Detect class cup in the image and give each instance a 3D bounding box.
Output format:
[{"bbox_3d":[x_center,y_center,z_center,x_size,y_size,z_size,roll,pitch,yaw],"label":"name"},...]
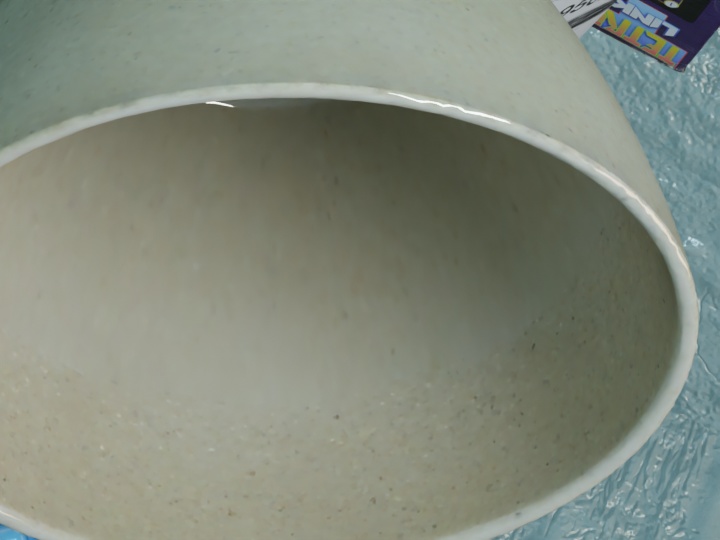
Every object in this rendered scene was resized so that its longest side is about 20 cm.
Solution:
[{"bbox_3d":[-0.022,-0.031,0.540,0.200,0.200,0.143,121,-26,-48],"label":"cup"}]

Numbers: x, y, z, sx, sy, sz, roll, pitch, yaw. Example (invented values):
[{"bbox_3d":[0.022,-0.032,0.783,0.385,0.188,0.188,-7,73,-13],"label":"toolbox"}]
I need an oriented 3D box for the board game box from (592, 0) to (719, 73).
[{"bbox_3d":[0.096,-0.188,0.940,0.057,0.200,0.165,-62,-178,-21],"label":"board game box"}]

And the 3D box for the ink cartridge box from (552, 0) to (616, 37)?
[{"bbox_3d":[0.031,-0.116,0.856,0.145,0.084,0.200,-26,169,-34],"label":"ink cartridge box"}]

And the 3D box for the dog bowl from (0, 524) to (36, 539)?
[{"bbox_3d":[-0.111,0.120,0.767,0.200,0.112,0.050,-15,-176,-18],"label":"dog bowl"}]
